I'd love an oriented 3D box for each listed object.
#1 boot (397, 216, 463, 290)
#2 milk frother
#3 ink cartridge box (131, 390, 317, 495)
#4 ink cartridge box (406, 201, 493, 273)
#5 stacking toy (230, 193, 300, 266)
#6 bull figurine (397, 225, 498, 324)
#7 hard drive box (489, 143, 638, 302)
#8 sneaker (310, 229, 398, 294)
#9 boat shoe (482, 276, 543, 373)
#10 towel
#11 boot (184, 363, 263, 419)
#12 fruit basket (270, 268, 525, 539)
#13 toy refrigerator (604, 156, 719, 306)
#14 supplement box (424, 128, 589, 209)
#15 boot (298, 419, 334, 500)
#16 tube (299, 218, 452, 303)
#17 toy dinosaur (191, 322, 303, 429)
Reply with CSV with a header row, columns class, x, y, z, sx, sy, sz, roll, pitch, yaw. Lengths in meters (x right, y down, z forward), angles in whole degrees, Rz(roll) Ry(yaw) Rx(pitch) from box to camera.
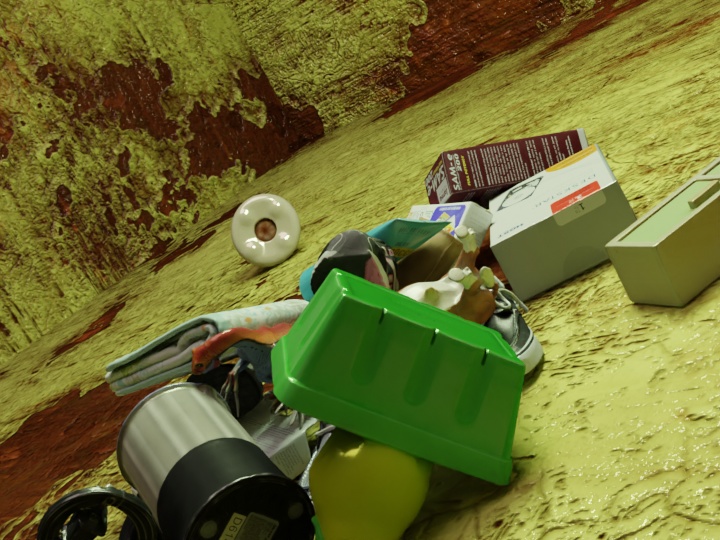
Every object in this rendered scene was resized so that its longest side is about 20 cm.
class,x,y,z,sx,sy,sz,roll,pitch,yaw
boot,0.025,0.032,1.145,0.202,0.066,0.175,-57,27,0
milk frother,-0.171,0.181,0.825,0.181,0.201,0.188,-46,33,-10
ink cartridge box,-0.132,0.206,1.061,0.199,0.044,0.196,-32,12,-23
ink cartridge box,0.071,0.015,1.220,0.202,0.043,0.198,-64,17,-6
stacking toy,-0.186,-0.078,2.097,0.145,0.148,0.200,-29,-5,3
bull figurine,0.042,0.045,0.899,0.198,0.122,0.065,-30,56,-17
hard drive box,0.233,-0.060,1.155,0.154,0.078,0.200,-28,14,14
sneaker,0.000,0.000,0.988,0.201,0.079,0.088,85,-164,-67
boat shoe,0.133,0.050,0.990,0.073,0.069,0.200,-27,14,14
towel,-0.170,0.081,1.116,0.198,0.049,0.170,-23,-4,34
boot,-0.153,0.134,1.187,0.199,0.069,0.130,-26,2,44
fruit basket,0.017,0.128,0.791,0.213,0.218,0.156,-30,14,1
toy refrigerator,0.330,-0.052,0.930,0.199,0.071,0.076,-34,14,-18
supplement box,0.193,-0.126,1.305,0.196,0.062,0.109,-11,-12,-12
boot,-0.023,0.141,0.949,0.072,0.091,0.200,-21,16,31
tube,0.008,-0.016,1.089,0.077,0.051,0.199,-6,-19,-42
toy dinosaur,-0.104,0.083,1.002,0.103,0.182,0.203,-15,51,15
